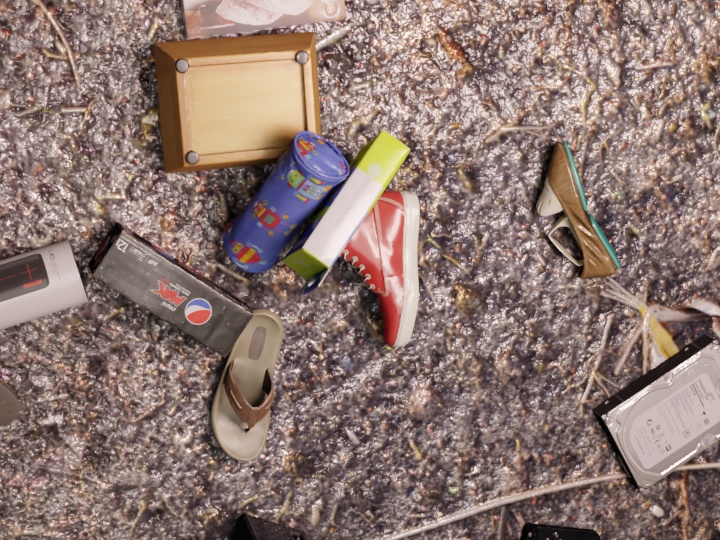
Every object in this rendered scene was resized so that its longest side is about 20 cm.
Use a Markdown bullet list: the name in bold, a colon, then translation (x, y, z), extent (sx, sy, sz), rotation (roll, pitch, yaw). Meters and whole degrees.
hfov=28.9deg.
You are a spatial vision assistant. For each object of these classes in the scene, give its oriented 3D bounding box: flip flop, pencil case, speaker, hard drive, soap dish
- **flip flop**: translation (-0.139, 0.149, 1.782), extent (0.080, 0.058, 0.202), rotation (12, 99, -18)
- **pencil case**: translation (-0.092, -0.082, 1.682), extent (0.078, 0.087, 0.200), rotation (44, 128, 2)
- **speaker**: translation (-0.428, 0.029, 1.663), extent (0.199, 0.081, 0.082), rotation (-18, 107, -10)
- **hard drive**: translation (0.442, 0.201, 1.966), extent (0.199, 0.038, 0.140), rotation (-32, 109, -7)
- **soap dish**: translation (-0.143, -0.201, 1.686), extent (0.198, 0.081, 0.159), rotation (-6, 105, -13)

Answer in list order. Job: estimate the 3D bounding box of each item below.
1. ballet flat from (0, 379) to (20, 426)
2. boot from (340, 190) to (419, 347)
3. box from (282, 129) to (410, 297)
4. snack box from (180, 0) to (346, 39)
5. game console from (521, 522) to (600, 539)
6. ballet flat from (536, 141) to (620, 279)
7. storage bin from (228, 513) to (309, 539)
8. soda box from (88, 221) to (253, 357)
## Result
- **ballet flat**: translation (-0.505, 0.131, 1.689), extent (0.199, 0.046, 0.068), rotation (27, 95, -24)
- **boot**: translation (0.000, 0.000, 1.781), extent (0.143, 0.072, 0.202), rotation (-2, 96, -14)
- **box**: translation (-0.024, -0.067, 1.676), extent (0.048, 0.122, 0.201), rotation (36, 76, -7)
- **snack box**: translation (-0.118, -0.329, 1.692), extent (0.198, 0.024, 0.073), rotation (-10, 104, -13)
- **game console**: translation (0.255, 0.466, 1.935), extent (0.175, 0.116, 0.202), rotation (9, 101, -17)
- **ballet flat**: translation (0.277, -0.071, 1.850), extent (0.072, 0.068, 0.201), rotation (-23, 113, 11)
- **storage bin**: translation (-0.138, 0.435, 1.808), extent (0.093, 0.135, 0.201), rotation (19, 97, -19)
- **soda box**: translation (-0.234, 0.024, 1.723), extent (0.199, 0.063, 0.071), rotation (34, 93, -19)
